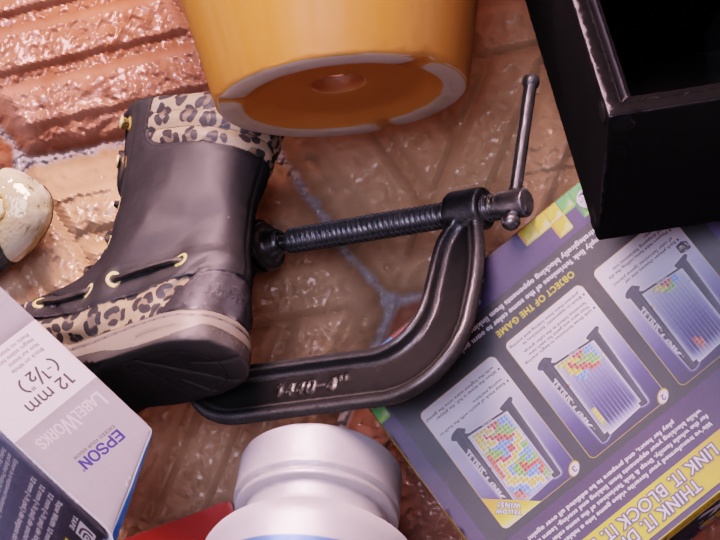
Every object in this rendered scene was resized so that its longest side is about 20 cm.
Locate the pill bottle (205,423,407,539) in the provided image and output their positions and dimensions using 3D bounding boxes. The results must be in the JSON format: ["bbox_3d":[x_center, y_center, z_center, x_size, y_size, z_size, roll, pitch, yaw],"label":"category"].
[{"bbox_3d":[-0.028,0.178,1.338,0.111,0.113,0.201,-6,51,15],"label":"pill bottle"}]

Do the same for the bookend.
[{"bbox_3d":[0.187,-0.132,1.352,0.198,0.092,0.200,-8,53,-6],"label":"bookend"}]

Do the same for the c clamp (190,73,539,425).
[{"bbox_3d":[0.000,0.000,1.406,0.199,0.027,0.172,-14,53,29],"label":"c clamp"}]

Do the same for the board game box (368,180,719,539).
[{"bbox_3d":[0.119,0.055,1.374,0.200,0.057,0.166,-39,73,6],"label":"board game box"}]

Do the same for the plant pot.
[{"bbox_3d":[-0.017,-0.171,1.382,0.199,0.200,0.185,-10,74,14],"label":"plant pot"}]

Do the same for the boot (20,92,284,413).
[{"bbox_3d":[-0.122,-0.006,1.447,0.199,0.073,0.152,-12,55,42],"label":"boot"}]

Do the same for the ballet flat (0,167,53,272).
[{"bbox_3d":[-0.258,-0.018,1.502,0.199,0.057,0.067,-8,77,15],"label":"ballet flat"}]

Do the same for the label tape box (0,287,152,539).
[{"bbox_3d":[-0.157,0.108,1.385,0.200,0.144,0.066,40,54,13],"label":"label tape box"}]

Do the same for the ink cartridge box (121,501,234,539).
[{"bbox_3d":[-0.115,0.234,1.412,0.162,0.057,0.201,-20,78,12],"label":"ink cartridge box"}]
